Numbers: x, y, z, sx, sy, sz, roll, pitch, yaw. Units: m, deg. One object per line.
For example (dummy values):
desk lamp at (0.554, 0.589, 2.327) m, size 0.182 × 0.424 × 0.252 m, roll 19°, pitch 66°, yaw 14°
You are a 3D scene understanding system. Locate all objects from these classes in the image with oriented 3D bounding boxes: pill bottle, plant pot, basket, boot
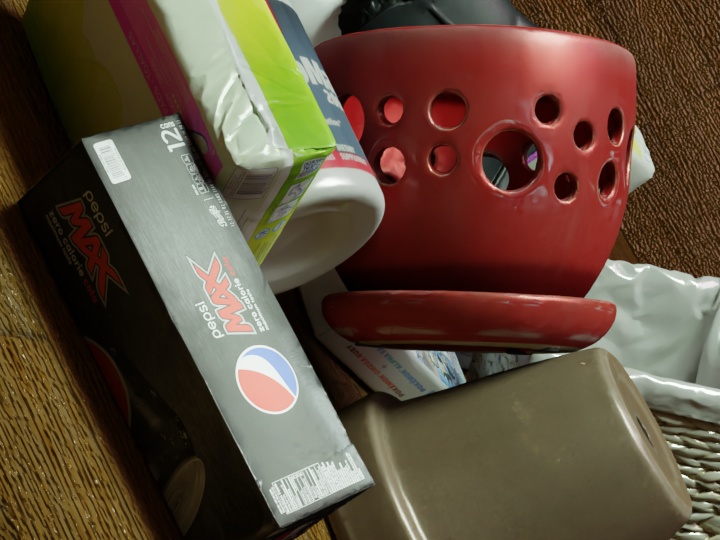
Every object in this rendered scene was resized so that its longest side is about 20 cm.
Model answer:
pill bottle at (-0.077, -0.095, 1.271) m, size 0.200 × 0.119 × 0.120 m, roll 64°, pitch 12°, yaw 21°
plant pot at (0.064, -0.043, 1.352) m, size 0.200 × 0.200 × 0.183 m, roll 13°, pitch 79°, yaw -75°
basket at (0.181, 0.099, 1.583) m, size 0.199 × 0.161 × 0.198 m, roll 11°, pitch 24°, yaw -9°
boot at (0.042, -0.118, 1.535) m, size 0.168 × 0.200 × 0.076 m, roll 38°, pitch -2°, yaw -25°
plant pot at (0.095, 0.135, 1.317) m, size 0.201 × 0.174 × 0.200 m, roll 58°, pitch 11°, yaw -18°

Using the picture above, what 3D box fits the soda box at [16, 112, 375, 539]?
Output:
soda box at (-0.078, 0.033, 1.038) m, size 0.063 × 0.071 × 0.200 m, roll -19°, pitch 77°, yaw -44°

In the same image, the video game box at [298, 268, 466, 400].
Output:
video game box at (0.000, 0.000, 1.554) m, size 0.182 × 0.047 × 0.200 m, roll 42°, pitch 22°, yaw -49°

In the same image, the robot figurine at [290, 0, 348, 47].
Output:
robot figurine at (-0.052, -0.200, 1.606) m, size 0.200 × 0.150 × 0.125 m, roll -100°, pitch 169°, yaw -48°

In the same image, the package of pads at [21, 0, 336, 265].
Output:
package of pads at (-0.099, -0.097, 1.137) m, size 0.200 × 0.068 × 0.155 m, roll 65°, pitch -31°, yaw 21°

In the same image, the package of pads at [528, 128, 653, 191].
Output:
package of pads at (0.123, -0.087, 1.710) m, size 0.200 × 0.154 × 0.068 m, roll 32°, pitch 27°, yaw -59°

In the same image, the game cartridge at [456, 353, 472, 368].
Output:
game cartridge at (0.116, 0.027, 1.764) m, size 0.042 × 0.133 × 0.200 m, roll 64°, pitch 12°, yaw 16°
